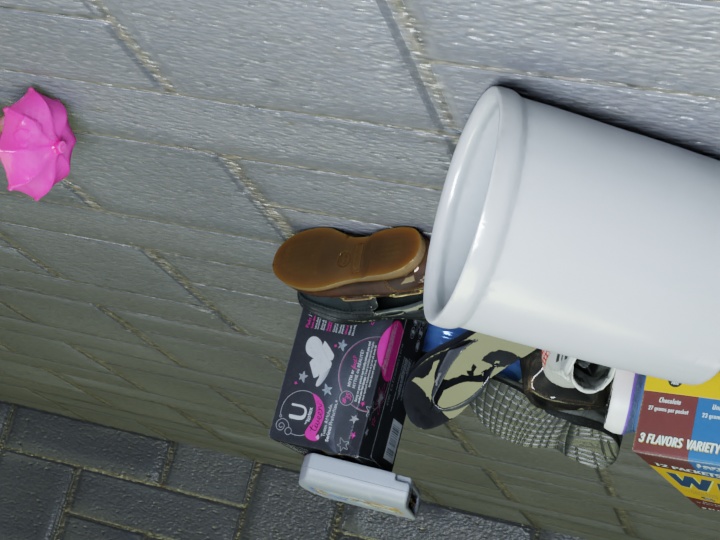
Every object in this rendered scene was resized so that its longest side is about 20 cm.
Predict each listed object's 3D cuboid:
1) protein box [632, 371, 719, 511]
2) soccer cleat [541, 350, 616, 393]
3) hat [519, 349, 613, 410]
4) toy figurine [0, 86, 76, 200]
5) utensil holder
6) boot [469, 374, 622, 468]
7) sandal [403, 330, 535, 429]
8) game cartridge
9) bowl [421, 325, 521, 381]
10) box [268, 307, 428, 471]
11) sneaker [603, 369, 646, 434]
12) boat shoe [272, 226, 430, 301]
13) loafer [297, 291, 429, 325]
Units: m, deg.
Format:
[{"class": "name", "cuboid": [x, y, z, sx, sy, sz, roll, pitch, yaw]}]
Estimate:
[{"class": "protein box", "cuboid": [0.328, 0.085, 1.095, 0.133, 0.201, 0.200, 5, 162, 32]}, {"class": "soccer cleat", "cuboid": [0.227, 0.092, 1.388, 0.068, 0.086, 0.200, 17, 153, -4]}, {"class": "hat", "cuboid": [0.227, 0.118, 1.541, 0.197, 0.082, 0.201, 15, 166, 4]}, {"class": "toy figurine", "cuboid": [-0.348, -0.121, 1.222, 0.181, 0.153, 0.200, 9, -171, -12]}, {"class": "utensil holder", "cuboid": [0.162, -0.022, 0.956, 0.197, 0.173, 0.170, 14, 165, -8]}, {"class": "boot", "cuboid": [0.233, 0.162, 1.649, 0.198, 0.069, 0.131, 23, -152, 9]}, {"class": "sandal", "cuboid": [0.115, 0.107, 1.485, 0.076, 0.043, 0.200, 38, 120, -13]}, {"class": "game cartridge", "cuboid": [-0.001, 0.243, 1.533, 0.131, 0.042, 0.200, 8, 167, 9]}, {"class": "bowl", "cuboid": [0.111, 0.112, 1.717, 0.197, 0.040, 0.201, 14, 165, 4]}, {"class": "box", "cuboid": [-0.010, 0.114, 1.532, 0.113, 0.203, 0.132, 10, 166, 22]}, {"class": "sneaker", "cuboid": [0.319, 0.114, 1.276, 0.145, 0.082, 0.200, 17, -160, 20]}, {"class": "boat shoe", "cuboid": [0.000, 0.000, 1.365, 0.198, 0.071, 0.070, 2, 156, 41]}, {"class": "loafer", "cuboid": [0.021, 0.019, 1.433, 0.198, 0.069, 0.071, 3, 153, 24]}]
